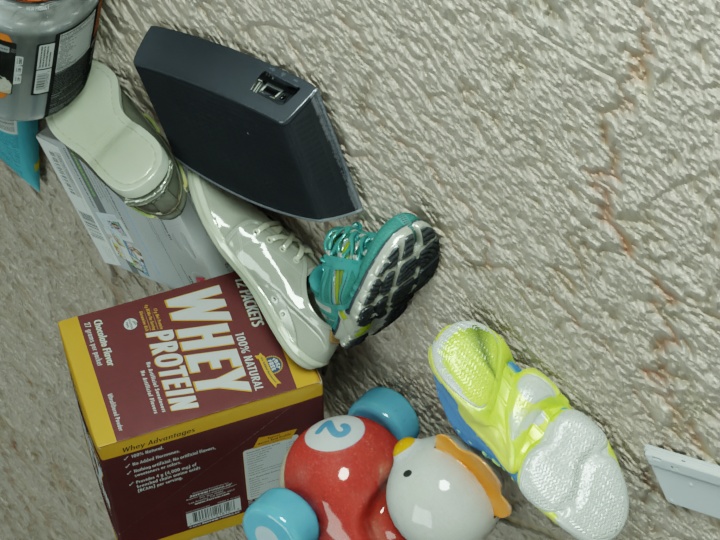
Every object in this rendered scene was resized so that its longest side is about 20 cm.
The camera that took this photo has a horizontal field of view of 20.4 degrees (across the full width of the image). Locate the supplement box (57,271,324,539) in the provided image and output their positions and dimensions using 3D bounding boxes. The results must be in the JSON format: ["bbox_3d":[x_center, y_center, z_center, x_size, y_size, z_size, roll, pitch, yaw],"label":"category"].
[{"bbox_3d":[-0.143,0.124,1.751,0.200,0.196,0.133,90,161,-55],"label":"supplement box"}]

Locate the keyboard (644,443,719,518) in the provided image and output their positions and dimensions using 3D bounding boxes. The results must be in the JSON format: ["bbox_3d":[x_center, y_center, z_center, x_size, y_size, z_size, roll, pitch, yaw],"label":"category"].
[{"bbox_3d":[0.277,0.163,1.392,0.200,0.011,0.056,14,144,52],"label":"keyboard"}]

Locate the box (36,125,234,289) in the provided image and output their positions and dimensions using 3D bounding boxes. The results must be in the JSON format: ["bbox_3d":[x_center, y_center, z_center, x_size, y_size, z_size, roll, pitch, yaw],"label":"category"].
[{"bbox_3d":[-0.194,-0.054,1.806,0.200,0.041,0.156,20,144,48],"label":"box"}]

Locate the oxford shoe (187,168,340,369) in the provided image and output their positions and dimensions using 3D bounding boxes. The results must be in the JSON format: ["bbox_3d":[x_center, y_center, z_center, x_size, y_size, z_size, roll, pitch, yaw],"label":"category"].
[{"bbox_3d":[-0.072,-0.014,1.652,0.058,0.075,0.200,-36,85,26],"label":"oxford shoe"}]

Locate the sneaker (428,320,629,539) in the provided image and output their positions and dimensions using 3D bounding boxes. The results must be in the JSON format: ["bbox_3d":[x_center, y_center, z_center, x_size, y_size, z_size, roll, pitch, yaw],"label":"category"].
[{"bbox_3d":[0.126,0.124,1.523,0.200,0.076,0.105,53,168,6],"label":"sneaker"}]

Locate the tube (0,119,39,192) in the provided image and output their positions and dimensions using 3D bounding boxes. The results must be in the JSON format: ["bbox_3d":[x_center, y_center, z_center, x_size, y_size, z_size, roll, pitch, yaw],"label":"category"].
[{"bbox_3d":[-0.334,-0.135,1.915,0.078,0.050,0.200,49,161,8],"label":"tube"}]

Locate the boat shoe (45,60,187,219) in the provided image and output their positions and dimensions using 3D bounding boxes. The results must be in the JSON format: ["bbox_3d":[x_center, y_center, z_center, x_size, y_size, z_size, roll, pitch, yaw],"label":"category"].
[{"bbox_3d":[-0.206,-0.109,1.686,0.202,0.072,0.060,49,179,45],"label":"boat shoe"}]

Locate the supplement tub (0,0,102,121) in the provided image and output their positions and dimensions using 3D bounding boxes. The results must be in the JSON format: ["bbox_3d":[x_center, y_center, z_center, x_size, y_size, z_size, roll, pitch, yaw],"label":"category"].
[{"bbox_3d":[-0.266,-0.214,1.592,0.123,0.122,0.200,44,155,8],"label":"supplement tub"}]

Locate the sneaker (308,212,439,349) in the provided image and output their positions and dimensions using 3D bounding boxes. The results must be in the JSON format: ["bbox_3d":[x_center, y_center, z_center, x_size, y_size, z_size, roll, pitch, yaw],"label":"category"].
[{"bbox_3d":[0.000,0.000,1.533,0.080,0.077,0.200,54,156,7],"label":"sneaker"}]

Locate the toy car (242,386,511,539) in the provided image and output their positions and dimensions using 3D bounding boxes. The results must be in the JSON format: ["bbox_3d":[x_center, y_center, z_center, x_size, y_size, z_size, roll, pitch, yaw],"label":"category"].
[{"bbox_3d":[0.042,0.174,1.620,0.177,0.184,0.200,49,139,-1],"label":"toy car"}]

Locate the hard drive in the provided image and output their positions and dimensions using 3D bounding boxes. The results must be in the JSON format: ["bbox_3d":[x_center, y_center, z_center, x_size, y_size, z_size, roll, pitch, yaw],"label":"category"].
[{"bbox_3d":[-0.093,-0.110,1.553,0.200,0.042,0.135,24,147,42],"label":"hard drive"}]
